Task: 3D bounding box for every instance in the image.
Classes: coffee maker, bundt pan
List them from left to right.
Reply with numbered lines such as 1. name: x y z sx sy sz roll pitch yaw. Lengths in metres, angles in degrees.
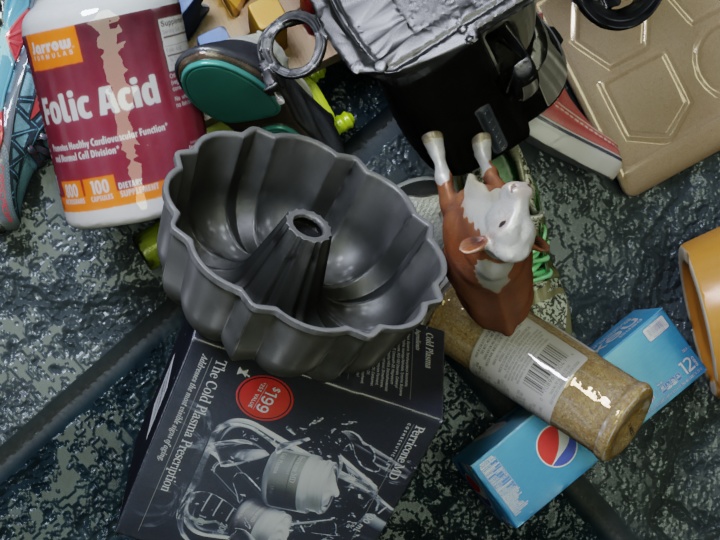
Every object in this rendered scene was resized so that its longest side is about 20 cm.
1. bundt pan: -0.046 -0.003 1.045 0.201 0.202 0.076 20 127 -9
2. coffee maker: 0.043 -0.158 1.099 0.191 0.200 0.135 -9 72 11

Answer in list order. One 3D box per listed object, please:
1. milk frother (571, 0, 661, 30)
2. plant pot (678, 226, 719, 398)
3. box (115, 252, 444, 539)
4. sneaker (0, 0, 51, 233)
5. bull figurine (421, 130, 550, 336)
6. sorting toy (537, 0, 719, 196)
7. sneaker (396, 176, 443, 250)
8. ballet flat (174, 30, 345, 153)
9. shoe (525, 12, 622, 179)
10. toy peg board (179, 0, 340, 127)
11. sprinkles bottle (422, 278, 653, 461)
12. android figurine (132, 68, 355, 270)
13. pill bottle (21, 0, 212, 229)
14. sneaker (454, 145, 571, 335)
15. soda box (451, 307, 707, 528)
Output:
1. milk frother: 0.130 -0.270 1.178 0.180 0.188 0.201 0 89 -9
2. plant pot: 0.353 0.020 1.221 0.183 0.200 0.201 -13 91 5
3. box: -0.058 0.116 1.127 0.182 0.104 0.200 18 125 -10
4. sneaker: -0.236 -0.124 1.163 0.095 0.079 0.201 9 87 -12
5. bull figurine: 0.086 -0.027 1.082 0.065 0.200 0.122 -13 64 -2
6. sorting toy: 0.251 -0.187 1.279 0.185 0.036 0.200 -28 98 -10
7. sneaker: 0.000 0.000 1.194 0.200 0.088 0.076 -37 95 -7
8. ballet flat: -0.070 -0.126 1.112 0.073 0.200 0.073 -12 63 23
9. shoe: 0.134 -0.155 1.230 0.200 0.071 0.091 30 92 -2
10. toy peg board: -0.083 -0.246 1.160 0.199 0.098 0.200 -28 78 -10
11. sprinkles bottle: 0.122 0.065 1.183 0.200 0.068 0.068 34 82 24
12. android figurine: -0.100 -0.089 1.205 0.200 0.041 0.182 -33 94 -9
13. pill bottle: -0.175 -0.138 1.104 0.114 0.114 0.201 -14 101 -10
14. sneaker: 0.120 -0.022 1.220 0.077 0.089 0.201 -20 92 -10
15. soda box: 0.172 0.115 1.237 0.200 0.068 0.064 -37 94 -9
